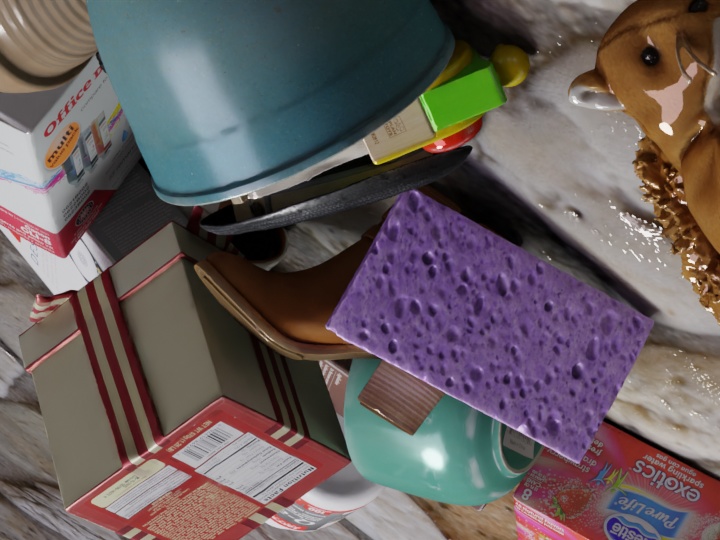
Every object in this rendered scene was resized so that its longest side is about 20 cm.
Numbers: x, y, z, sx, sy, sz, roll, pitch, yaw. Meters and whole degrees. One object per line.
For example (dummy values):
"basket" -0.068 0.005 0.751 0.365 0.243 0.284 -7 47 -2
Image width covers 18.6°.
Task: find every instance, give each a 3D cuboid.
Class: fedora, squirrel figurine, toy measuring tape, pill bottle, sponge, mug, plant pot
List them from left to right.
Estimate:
"plant pot" -0.183 -0.211 1.350 0.092 0.202 0.201 -1 143 25
"plant pot" -0.073 -0.171 1.269 0.199 0.200 0.189 4 127 54
"pill bottle" -0.044 0.177 2.026 0.116 0.116 0.200 37 159 -3
"fedora" -0.026 -0.088 1.447 0.200 0.199 0.092 -5 102 59
"toy measuring tape" 0.010 -0.095 1.344 0.074 0.199 0.074 -21 -90 -79
"mug" 0.084 0.088 1.634 0.114 0.185 0.153 12 127 32
"sponge" 0.088 0.037 1.494 0.199 0.112 0.030 28 180 -8
"squirrel figurine" 0.194 -0.055 1.163 0.186 0.142 0.200 40 157 6

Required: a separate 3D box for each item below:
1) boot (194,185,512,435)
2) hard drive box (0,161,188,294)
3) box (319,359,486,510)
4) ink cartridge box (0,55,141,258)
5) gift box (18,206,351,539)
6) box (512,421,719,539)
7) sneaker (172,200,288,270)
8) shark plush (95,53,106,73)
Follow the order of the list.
"boot" 0.000 0.000 1.531 0.199 0.156 0.077 31 174 5
"hard drive box" -0.215 -0.032 1.794 0.200 0.076 0.156 48 154 26
"box" 0.043 0.103 1.802 0.199 0.075 0.100 36 159 5
"ink cartridge box" -0.249 -0.138 1.640 0.144 0.146 0.200 30 158 14
"gift box" -0.135 0.076 1.626 0.200 0.184 0.188 39 -156 -49
"box" 0.224 0.203 1.701 0.199 0.096 0.100 27 156 21
"sneaker" -0.098 -0.005 1.786 0.084 0.073 0.201 29 157 23
"shark plush" -0.165 -0.172 1.528 0.200 0.084 0.091 44 157 -20
